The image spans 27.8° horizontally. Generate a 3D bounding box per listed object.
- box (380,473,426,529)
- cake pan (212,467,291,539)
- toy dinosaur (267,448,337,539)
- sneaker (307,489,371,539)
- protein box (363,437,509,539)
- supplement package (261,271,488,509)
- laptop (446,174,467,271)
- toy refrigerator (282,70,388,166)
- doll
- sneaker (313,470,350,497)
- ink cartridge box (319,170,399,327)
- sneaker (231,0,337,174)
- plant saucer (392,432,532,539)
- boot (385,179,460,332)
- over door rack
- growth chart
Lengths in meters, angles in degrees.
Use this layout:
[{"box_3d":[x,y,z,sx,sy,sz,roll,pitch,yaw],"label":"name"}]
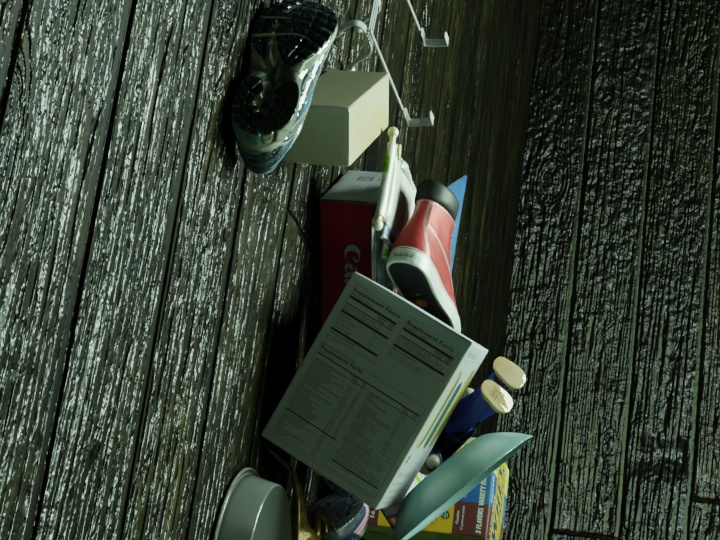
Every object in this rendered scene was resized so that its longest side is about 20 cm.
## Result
[{"box_3d":[0.019,0.213,1.828,0.201,0.034,0.110,59,27,-22],"label":"box"},{"box_3d":[-0.109,0.301,1.463,0.200,0.036,0.203,5,90,-78],"label":"cake pan"},{"box_3d":[-0.067,0.287,1.597,0.106,0.060,0.203,-20,114,-76],"label":"toy dinosaur"},{"box_3d":[-0.020,0.317,1.796,0.200,0.069,0.083,-35,125,-73],"label":"sneaker"},{"box_3d":[0.100,0.317,2.053,0.200,0.196,0.136,60,36,-68],"label":"protein box"},{"box_3d":[0.020,0.131,1.575,0.201,0.150,0.152,-60,167,0],"label":"supplement package"},{"box_3d":[0.102,0.012,1.912,0.201,0.114,0.189,-108,-163,-46],"label":"laptop"},{"box_3d":[-0.025,-0.168,1.599,0.200,0.075,0.071,-54,147,-69],"label":"toy refrigerator"},{"box_3d":[0.112,0.180,1.672,0.137,0.048,0.200,-55,-178,-42],"label":"doll"},{"box_3d":[0.032,0.197,1.736,0.086,0.199,0.077,60,-8,-18],"label":"sneaker"},{"box_3d":[0.000,0.000,1.751,0.176,0.083,0.202,-51,143,-66],"label":"ink cartridge box"},{"box_3d":[-0.078,-0.179,1.396,0.087,0.077,0.201,98,12,-53],"label":"sneaker"},{"box_3d":[0.103,0.233,1.617,0.200,0.039,0.201,-38,168,-9],"label":"plant saucer"},{"box_3d":[0.093,-0.010,1.732,0.201,0.072,0.145,69,34,-51],"label":"boot"},{"box_3d":[0.033,-0.289,1.805,0.200,0.066,0.149,48,44,-45],"label":"over door rack"},{"box_3d":[0.045,-0.056,1.710,0.200,0.018,0.146,67,32,-61],"label":"growth chart"}]
